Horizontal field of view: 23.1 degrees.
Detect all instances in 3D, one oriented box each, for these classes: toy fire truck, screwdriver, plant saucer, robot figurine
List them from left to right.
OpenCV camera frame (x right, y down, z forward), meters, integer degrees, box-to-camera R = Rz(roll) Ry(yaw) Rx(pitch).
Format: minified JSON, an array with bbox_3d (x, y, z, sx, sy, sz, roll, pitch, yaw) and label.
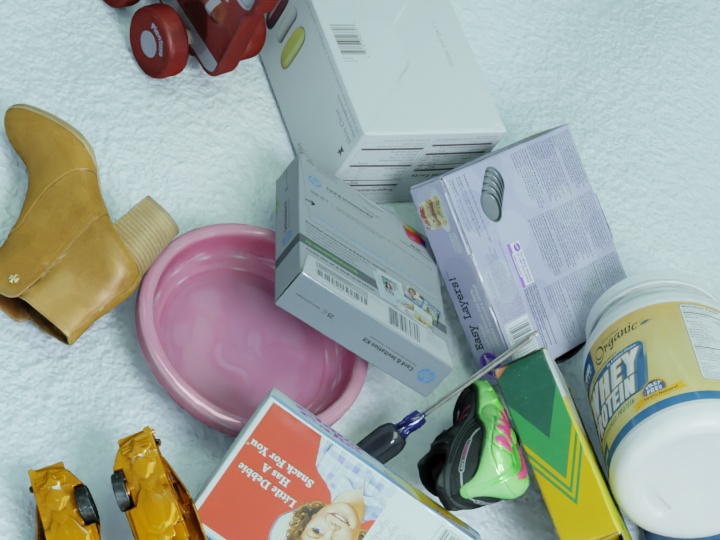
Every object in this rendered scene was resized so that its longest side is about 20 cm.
[{"bbox_3d":[-0.162,0.220,1.265,0.144,0.058,0.201,-20,66,-5],"label":"robot figurine"},{"bbox_3d":[-0.148,-0.278,1.573,0.112,0.168,0.200,-17,67,-36],"label":"toy fire truck"},{"bbox_3d":[-0.092,0.056,1.444,0.200,0.051,0.201,15,53,-20],"label":"plant saucer"},{"bbox_3d":[0.064,0.109,1.431,0.200,0.029,0.028,-35,69,-1],"label":"screwdriver"}]

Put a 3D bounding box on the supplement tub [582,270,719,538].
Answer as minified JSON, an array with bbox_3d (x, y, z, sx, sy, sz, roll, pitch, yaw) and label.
[{"bbox_3d":[0.266,0.109,1.486,0.144,0.145,0.200,17,35,-17],"label":"supplement tub"}]

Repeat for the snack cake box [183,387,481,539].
[{"bbox_3d":[-0.020,0.194,1.338,0.200,0.067,0.115,36,92,-2],"label":"snack cake box"}]

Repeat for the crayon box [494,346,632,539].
[{"bbox_3d":[0.177,0.177,1.455,0.051,0.127,0.201,-24,64,6],"label":"crayon box"}]

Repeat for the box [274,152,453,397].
[{"bbox_3d":[0.000,0.000,1.474,0.156,0.041,0.200,33,26,-21],"label":"box"}]

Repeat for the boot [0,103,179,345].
[{"bbox_3d":[-0.259,-0.039,1.414,0.201,0.071,0.144,37,64,21],"label":"boot"}]

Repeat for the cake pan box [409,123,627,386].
[{"bbox_3d":[0.152,-0.013,1.579,0.184,0.052,0.201,-26,96,-39],"label":"cake pan box"}]

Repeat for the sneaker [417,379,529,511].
[{"bbox_3d":[0.084,0.142,1.419,0.084,0.200,0.077,-25,95,5],"label":"sneaker"}]

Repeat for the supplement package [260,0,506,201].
[{"bbox_3d":[0.014,-0.175,1.625,0.155,0.111,0.201,-4,59,-31],"label":"supplement package"}]

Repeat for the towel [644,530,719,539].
[{"bbox_3d":[0.294,0.239,1.491,0.111,0.049,0.201,-10,50,19],"label":"towel"}]
